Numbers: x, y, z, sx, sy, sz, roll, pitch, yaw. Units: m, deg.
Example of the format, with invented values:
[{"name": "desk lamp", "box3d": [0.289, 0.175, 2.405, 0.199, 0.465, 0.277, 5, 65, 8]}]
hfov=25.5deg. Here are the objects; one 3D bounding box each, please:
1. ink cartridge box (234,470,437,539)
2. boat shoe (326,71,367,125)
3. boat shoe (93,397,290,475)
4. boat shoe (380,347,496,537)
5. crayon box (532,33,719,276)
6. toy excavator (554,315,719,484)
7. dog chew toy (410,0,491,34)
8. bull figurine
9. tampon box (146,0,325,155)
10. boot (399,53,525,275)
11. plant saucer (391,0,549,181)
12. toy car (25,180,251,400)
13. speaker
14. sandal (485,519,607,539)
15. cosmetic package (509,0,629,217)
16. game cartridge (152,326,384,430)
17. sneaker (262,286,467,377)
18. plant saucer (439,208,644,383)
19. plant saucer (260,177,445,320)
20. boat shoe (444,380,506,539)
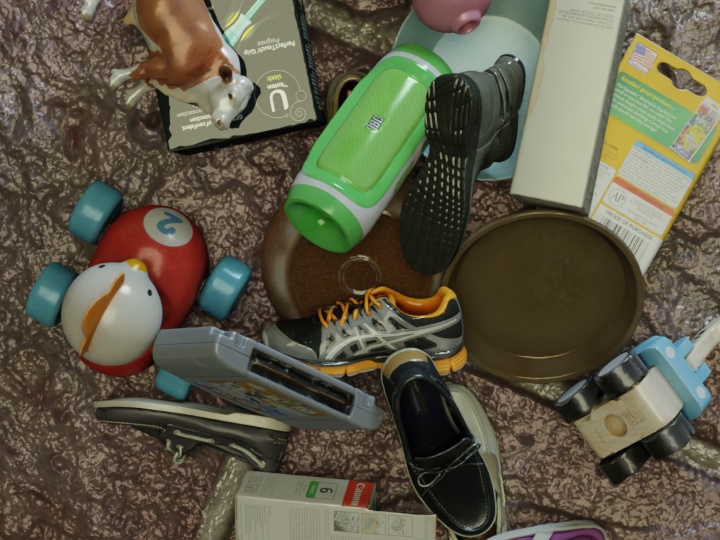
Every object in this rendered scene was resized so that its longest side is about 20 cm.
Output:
[{"name": "ink cartridge box", "box3d": [-0.021, 0.262, 1.557, 0.197, 0.050, 0.110, 4, 115, 8]}, {"name": "boat shoe", "box3d": [0.000, -0.096, 1.563, 0.073, 0.066, 0.203, -12, 92, 2]}, {"name": "boat shoe", "box3d": [-0.169, 0.163, 1.576, 0.197, 0.073, 0.064, 8, 89, -3]}, {"name": "boat shoe", "box3d": [0.075, 0.169, 1.488, 0.074, 0.062, 0.202, -23, 108, -1]}, {"name": "crayon box", "box3d": [0.270, -0.112, 1.561, 0.125, 0.052, 0.202, 30, 93, 1]}, {"name": "toy excavator", "box3d": [0.310, 0.090, 1.548, 0.100, 0.200, 0.194, 50, 137, -1]}, {"name": "dog chew toy", "box3d": [0.064, -0.313, 1.509, 0.123, 0.125, 0.202, -24, 71, 3]}, {"name": "bull figurine", "box3d": [-0.177, -0.213, 1.441, 0.120, 0.065, 0.202, -21, 91, 6]}, {"name": "tampon box", "box3d": [-0.126, -0.224, 1.534, 0.148, 0.126, 0.203, -11, 92, 3]}, {"name": "boot", "box3d": [0.107, -0.099, 1.498, 0.067, 0.130, 0.203, 23, 113, 29]}, {"name": "plant saucer", "box3d": [0.127, -0.190, 1.571, 0.198, 0.039, 0.204, 0, 93, 2]}, {"name": "toy car", "box3d": [-0.221, 0.023, 1.509, 0.183, 0.200, 0.178, 29, 92, 0]}, {"name": "speaker", "box3d": [0.011, -0.116, 1.480, 0.088, 0.089, 0.201, 34, 66, 0]}, {"name": "sandal", "box3d": [0.165, 0.288, 1.530, 0.201, 0.050, 0.084, -18, 110, -30]}, {"name": "cosmetic package", "box3d": [0.198, -0.158, 1.491, 0.072, 0.103, 0.203, 12, 88, 12]}, {"name": "game cartridge", "box3d": [-0.090, 0.104, 1.484, 0.199, 0.132, 0.042, 27, 67, -32]}, {"name": "sneaker", "box3d": [0.005, 0.053, 1.514, 0.197, 0.078, 0.078, -1, 114, -10]}, {"name": "plant saucer", "box3d": [0.175, 0.022, 1.539, 0.197, 0.030, 0.202, 2, 124, 3]}, {"name": "plant saucer", "box3d": [0.000, 0.000, 1.548, 0.197, 0.037, 0.203, 0, 114, 1]}, {"name": "boat shoe", "box3d": [0.109, 0.209, 1.568, 0.074, 0.068, 0.203, -15, 91, 2]}]
